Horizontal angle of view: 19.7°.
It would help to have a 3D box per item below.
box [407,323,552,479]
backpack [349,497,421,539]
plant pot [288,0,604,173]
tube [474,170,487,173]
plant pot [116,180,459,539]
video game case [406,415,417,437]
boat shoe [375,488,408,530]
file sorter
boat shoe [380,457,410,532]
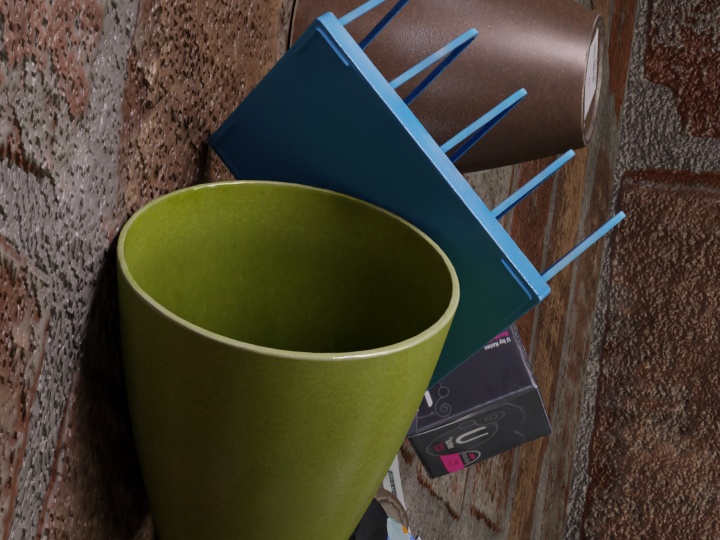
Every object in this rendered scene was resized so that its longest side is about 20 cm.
[{"bbox_3d":[0.057,0.034,1.550,0.122,0.105,0.201,61,8,-66],"label":"box"},{"bbox_3d":[0.008,0.258,1.387,0.200,0.126,0.167,52,55,-25],"label":"backpack"},{"bbox_3d":[0.068,-0.145,1.472,0.187,0.198,0.189,6,90,-77],"label":"plant pot"},{"bbox_3d":[0.071,-0.116,1.658,0.200,0.057,0.052,-124,-139,-77],"label":"tube"},{"bbox_3d":[-0.053,0.083,1.156,0.187,0.185,0.202,-59,162,-60],"label":"plant pot"},{"bbox_3d":[0.000,0.000,1.421,0.143,0.019,0.201,52,-27,39],"label":"video game case"},{"bbox_3d":[-0.042,0.239,1.480,0.200,0.076,0.072,-49,116,-35],"label":"boat shoe"},{"bbox_3d":[0.037,-0.056,1.237,0.123,0.200,0.139,-37,177,-43],"label":"file sorter"},{"bbox_3d":[-0.007,0.161,1.603,0.072,0.067,0.202,35,41,-67],"label":"boat shoe"}]
